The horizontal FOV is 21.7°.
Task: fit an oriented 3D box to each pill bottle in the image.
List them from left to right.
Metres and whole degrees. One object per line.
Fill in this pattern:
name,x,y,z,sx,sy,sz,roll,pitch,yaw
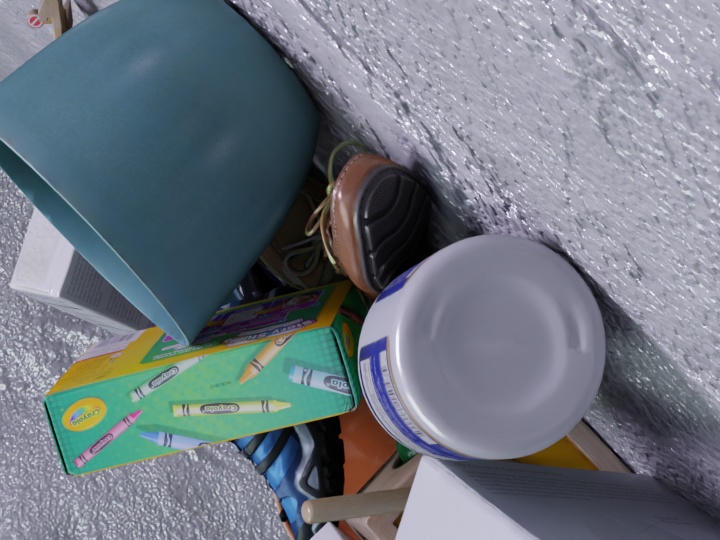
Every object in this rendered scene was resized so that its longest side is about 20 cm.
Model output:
pill bottle,0.060,0.049,1.086,0.120,0.120,0.200,45,170,-2

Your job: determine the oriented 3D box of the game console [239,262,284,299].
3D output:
game console,-0.059,0.010,1.451,0.177,0.031,0.201,56,-171,-46

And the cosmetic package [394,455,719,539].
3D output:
cosmetic package,0.148,0.209,1.124,0.198,0.124,0.200,10,-165,-36

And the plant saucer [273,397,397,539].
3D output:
plant saucer,0.034,0.149,1.399,0.200,0.200,0.032,47,-167,-12

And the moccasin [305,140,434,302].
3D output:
moccasin,0.004,-0.030,1.157,0.077,0.074,0.201,34,177,12

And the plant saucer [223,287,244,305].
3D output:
plant saucer,-0.121,0.017,1.376,0.201,0.070,0.019,57,150,6

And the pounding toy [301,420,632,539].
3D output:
pounding toy,0.078,0.163,1.279,0.200,0.184,0.142,46,170,-6

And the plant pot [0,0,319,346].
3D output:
plant pot,-0.123,-0.081,1.178,0.200,0.161,0.201,43,170,9

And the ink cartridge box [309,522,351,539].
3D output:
ink cartridge box,0.011,0.254,1.295,0.200,0.068,0.116,44,-177,-41

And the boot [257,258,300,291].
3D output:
boot,-0.068,-0.047,1.375,0.201,0.077,0.138,57,179,-16

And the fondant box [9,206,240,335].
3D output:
fondant box,-0.169,-0.023,1.471,0.058,0.146,0.200,10,169,35

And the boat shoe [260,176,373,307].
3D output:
boat shoe,-0.001,0.002,1.283,0.201,0.073,0.063,45,168,-17

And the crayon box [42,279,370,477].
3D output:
crayon box,-0.093,0.068,1.221,0.119,0.198,0.059,-60,-45,-73

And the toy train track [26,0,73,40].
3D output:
toy train track,-0.250,-0.142,1.525,0.115,0.032,0.201,-93,2,-48

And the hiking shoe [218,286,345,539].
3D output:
hiking shoe,-0.063,0.109,1.331,0.074,0.086,0.202,-60,-39,-71
